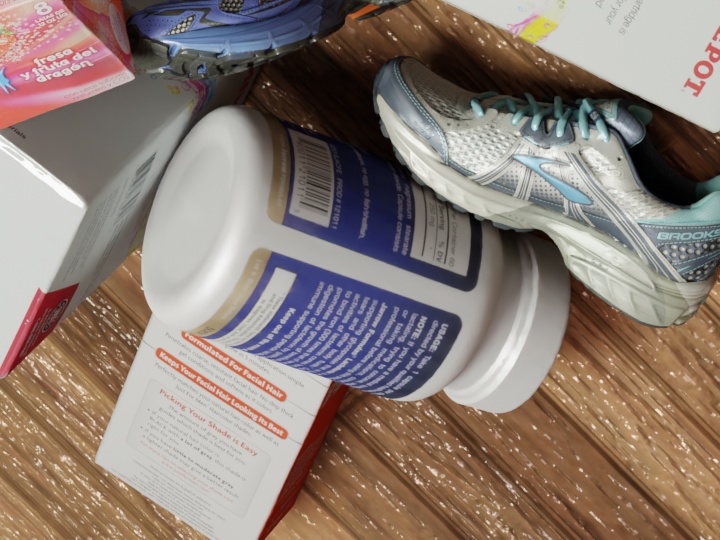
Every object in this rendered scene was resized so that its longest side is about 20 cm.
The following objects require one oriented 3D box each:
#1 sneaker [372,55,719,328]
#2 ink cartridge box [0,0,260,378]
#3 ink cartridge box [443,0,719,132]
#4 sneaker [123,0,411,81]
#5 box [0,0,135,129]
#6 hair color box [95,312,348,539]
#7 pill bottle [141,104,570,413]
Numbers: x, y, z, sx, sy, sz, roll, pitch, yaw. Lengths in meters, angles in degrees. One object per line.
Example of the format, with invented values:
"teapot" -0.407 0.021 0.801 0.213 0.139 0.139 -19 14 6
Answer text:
"sneaker" 0.102 -0.061 1.431 0.199 0.078 0.087 31 121 -1
"ink cartridge box" -0.164 -0.079 1.481 0.144 0.200 0.146 37 133 7
"ink cartridge box" 0.112 -0.174 1.301 0.199 0.083 0.146 26 133 -3
"sneaker" -0.033 -0.147 1.372 0.075 0.199 0.079 -18 97 59
"box" -0.216 -0.116 1.309 0.199 0.103 0.095 -18 154 13
"hair color box" -0.067 0.058 1.615 0.111 0.064 0.200 33 134 8
"pill bottle" 0.000 0.000 1.449 0.199 0.116 0.116 20 140 -26
